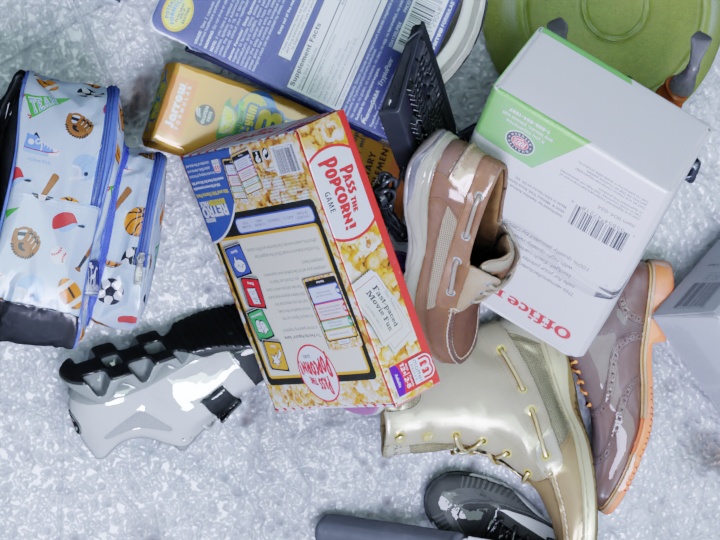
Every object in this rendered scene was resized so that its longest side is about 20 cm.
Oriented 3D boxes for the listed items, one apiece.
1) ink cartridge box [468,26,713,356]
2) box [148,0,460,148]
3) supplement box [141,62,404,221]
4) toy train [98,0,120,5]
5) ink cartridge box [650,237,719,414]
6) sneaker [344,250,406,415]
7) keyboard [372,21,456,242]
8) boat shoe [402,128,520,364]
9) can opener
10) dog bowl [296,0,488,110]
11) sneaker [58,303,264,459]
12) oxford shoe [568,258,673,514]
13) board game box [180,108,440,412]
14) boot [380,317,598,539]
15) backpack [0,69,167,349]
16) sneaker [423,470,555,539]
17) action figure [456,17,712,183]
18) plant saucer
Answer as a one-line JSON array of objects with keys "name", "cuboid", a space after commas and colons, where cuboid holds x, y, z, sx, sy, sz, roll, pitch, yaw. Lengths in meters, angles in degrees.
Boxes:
[{"name": "ink cartridge box", "cuboid": [0.144, -0.053, 1.549, 0.145, 0.201, 0.084, 31, 51, 7]}, {"name": "box", "cuboid": [-0.041, -0.184, 1.526, 0.199, 0.032, 0.122, 25, 88, -13]}, {"name": "supplement box", "cuboid": [-0.059, -0.094, 1.595, 0.199, 0.069, 0.067, 18, 91, -10]}, {"name": "toy train", "cuboid": [-0.164, -0.285, 1.571, 0.056, 0.042, 0.201, 24, 91, -23]}, {"name": "ink cartridge box", "cuboid": [0.351, 0.052, 1.657, 0.176, 0.084, 0.200, -45, 110, -23]}, {"name": "sneaker", "cuboid": [0.000, 0.000, 1.570, 0.088, 0.080, 0.202, -28, 112, -37]}, {"name": "keyboard", "cuboid": [0.040, -0.082, 1.525, 0.020, 0.200, 0.128, 17, 75, 16]}, {"name": "boat shoe", "cuboid": [0.074, -0.006, 1.523, 0.071, 0.201, 0.076, 17, 48, 22]}, {"name": "can opener", "cuboid": [0.056, 0.227, 1.607, 0.198, 0.067, 0.054, 6, 112, 16]}, {"name": "dog bowl", "cuboid": [-0.008, -0.213, 1.585, 0.198, 0.074, 0.202, -1, 93, -11]}, {"name": "sneaker", "cuboid": [-0.122, 0.085, 1.606, 0.198, 0.074, 0.089, -15, 116, -11]}, {"name": "oxford shoe", "cuboid": [0.190, 0.086, 1.663, 0.072, 0.071, 0.202, 11, 83, -8]}, {"name": "board game box", "cuboid": [-0.037, -0.002, 1.498, 0.046, 0.151, 0.201, -26, 102, -35]}, {"name": "boot", "cuboid": [0.093, 0.135, 1.623, 0.154, 0.073, 0.202, -9, 75, -9]}, {"name": "backpack", "cuboid": [-0.213, -0.042, 1.515, 0.153, 0.200, 0.192, 4, 89, -16]}, {"name": "sneaker", "cuboid": [0.136, 0.224, 1.651, 0.200, 0.090, 0.067, 40, 87, -12]}, {"name": "action figure", "cuboid": [0.167, -0.091, 1.606, 0.198, 0.105, 0.195, -2, 128, -2]}, {"name": "plant saucer", "cuboid": [0.192, -0.204, 1.650, 0.198, 0.031, 0.202, -1, 95, -10]}]
